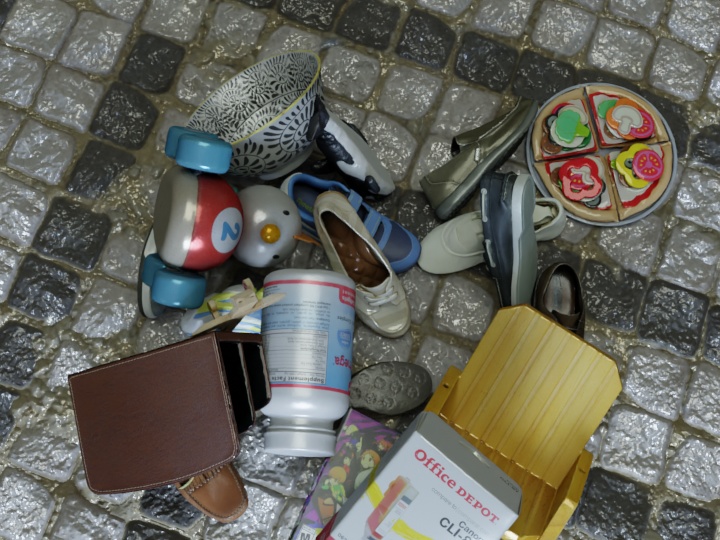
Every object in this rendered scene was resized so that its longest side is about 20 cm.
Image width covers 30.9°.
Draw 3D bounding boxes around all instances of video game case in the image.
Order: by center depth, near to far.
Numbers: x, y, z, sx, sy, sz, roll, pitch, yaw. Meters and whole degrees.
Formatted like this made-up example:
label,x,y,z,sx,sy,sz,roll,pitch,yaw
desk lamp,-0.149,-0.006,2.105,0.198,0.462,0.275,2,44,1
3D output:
label,x,y,z,sx,sy,sz,roll,pitch,yaw
video game case,0.036,0.285,1.496,0.198,0.036,0.183,28,74,-3

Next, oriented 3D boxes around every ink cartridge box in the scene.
label,x,y,z,sx,sy,sz,roll,pitch,yaw
ink cartridge box,0.058,0.275,1.397,0.145,0.083,0.201,39,103,1

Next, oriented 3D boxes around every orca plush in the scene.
label,x,y,z,sx,sy,sz,roll,pitch,yaw
orca plush,-0.029,-0.131,1.588,0.071,0.200,0.106,-30,70,13

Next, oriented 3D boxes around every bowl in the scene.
label,x,y,z,sx,sy,sz,roll,pitch,yaw
bowl,-0.116,-0.176,1.621,0.200,0.200,0.095,-40,120,-14

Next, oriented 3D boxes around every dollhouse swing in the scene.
label,x,y,z,sx,sy,sz,roll,pitch,yaw
dollhouse swing,0.181,0.169,1.473,0.199,0.177,0.182,32,28,5

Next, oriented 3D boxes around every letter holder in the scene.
label,x,y,z,sx,sy,sz,roll,pitch,yaw
letter holder,-0.202,0.161,1.425,0.198,0.100,0.144,-17,79,23

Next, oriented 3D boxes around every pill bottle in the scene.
label,x,y,z,sx,sy,sz,roll,pitch,yaw
pill bottle,-0.063,0.106,1.480,0.107,0.109,0.203,3,78,-1

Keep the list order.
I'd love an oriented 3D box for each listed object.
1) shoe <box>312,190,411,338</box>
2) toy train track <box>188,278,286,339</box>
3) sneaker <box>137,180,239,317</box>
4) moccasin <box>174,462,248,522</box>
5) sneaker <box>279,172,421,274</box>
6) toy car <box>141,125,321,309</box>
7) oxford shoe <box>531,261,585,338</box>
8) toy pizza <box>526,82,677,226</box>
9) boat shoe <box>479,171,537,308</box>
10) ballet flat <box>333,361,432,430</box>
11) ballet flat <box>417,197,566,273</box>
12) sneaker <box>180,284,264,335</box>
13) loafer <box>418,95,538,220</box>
label,x,y,z,sx,sy,sz,roll,pitch,yaw
shoe,0.000,0.000,1.563,0.069,0.053,0.201,-30,104,3
toy train track,-0.150,0.048,1.447,0.114,0.200,0.033,-24,82,-22
sneaker,-0.192,-0.028,1.594,0.119,0.084,0.202,10,69,12
moccasin,-0.199,0.203,1.511,0.073,0.078,0.203,-29,74,-11
sneaker,-0.017,-0.058,1.608,0.198,0.082,0.075,24,70,5
toy car,-0.132,-0.052,1.486,0.197,0.177,0.187,9,98,-17
oxford shoe,0.237,0.085,1.567,0.072,0.085,0.203,-1,72,-4
toy pizza,0.313,-0.155,1.679,0.197,0.032,0.203,1,71,-2
boat shoe,0.176,-0.032,1.567,0.060,0.202,0.076,12,34,23
ballet flat,-0.010,0.159,1.557,0.198,0.046,0.068,-18,78,-13
ballet flat,0.164,-0.052,1.621,0.197,0.070,0.070,-16,72,-7
sneaker,-0.112,0.069,1.563,0.197,0.076,0.106,-15,73,-8
loafer,0.149,-0.155,1.651,0.070,0.075,0.200,41,74,7
